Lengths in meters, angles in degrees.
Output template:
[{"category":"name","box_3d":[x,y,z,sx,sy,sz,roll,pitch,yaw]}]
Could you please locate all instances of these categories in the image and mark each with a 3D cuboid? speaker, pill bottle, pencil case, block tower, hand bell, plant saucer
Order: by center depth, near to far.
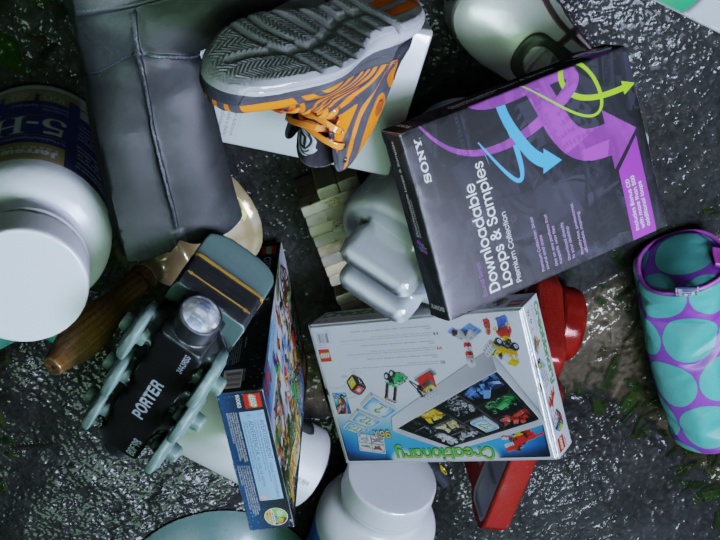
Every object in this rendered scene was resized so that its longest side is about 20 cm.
[{"category":"pill bottle","box_3d":[-0.240,-0.042,1.009,0.118,0.201,0.121,-5,123,-7]},{"category":"hand bell","box_3d":[-0.169,0.011,1.042,0.103,0.200,0.105,20,136,21]},{"category":"block tower","box_3d":[0.000,0.000,1.163,0.053,0.058,0.202,-19,121,3]},{"category":"speaker","box_3d":[-0.126,0.132,1.207,0.199,0.082,0.081,32,112,-24]},{"category":"pencil case","box_3d":[0.305,0.067,1.238,0.091,0.085,0.202,-2,128,25]},{"category":"pill bottle","box_3d":[0.006,0.252,1.267,0.111,0.113,0.201,6,131,-13]},{"category":"plant saucer","box_3d":[-0.137,0.324,1.349,0.198,0.039,0.203,-5,122,-8]}]

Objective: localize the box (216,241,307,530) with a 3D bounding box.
[{"category":"box","box_3d":[-0.076,0.089,1.117,0.037,0.201,0.138,-7,124,6]}]

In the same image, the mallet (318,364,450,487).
[{"category":"mallet","box_3d":[0.029,0.148,1.252,0.041,0.066,0.200,-31,122,14]}]

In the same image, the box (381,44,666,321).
[{"category":"box","box_3d":[0.123,-0.066,1.009,0.198,0.036,0.145,-23,107,-18]}]

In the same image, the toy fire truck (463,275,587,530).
[{"category":"toy fire truck","box_3d":[0.131,0.098,1.178,0.111,0.169,0.202,11,119,-16]}]

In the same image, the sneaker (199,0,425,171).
[{"category":"sneaker","box_3d":[-0.032,-0.108,0.887,0.199,0.077,0.113,-27,144,-46]}]

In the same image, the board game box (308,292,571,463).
[{"category":"board game box","box_3d":[0.061,0.090,1.106,0.198,0.035,0.128,-6,107,32]}]

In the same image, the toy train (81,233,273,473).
[{"category":"toy train","box_3d":[-0.131,0.062,0.988,0.085,0.114,0.200,34,139,-2]}]

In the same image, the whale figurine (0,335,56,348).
[{"category":"whale figurine","box_3d":[-0.319,0.033,1.099,0.197,0.104,0.161,6,120,-13]}]

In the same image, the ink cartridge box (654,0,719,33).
[{"category":"ink cartridge box","box_3d":[0.283,-0.289,1.038,0.159,0.050,0.201,20,118,-21]}]

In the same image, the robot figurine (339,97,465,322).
[{"category":"robot figurine","box_3d":[0.064,-0.055,1.077,0.112,0.200,0.170,34,153,12]}]

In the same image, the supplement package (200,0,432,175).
[{"category":"supplement package","box_3d":[-0.062,-0.163,1.013,0.198,0.118,0.118,11,119,-15]}]

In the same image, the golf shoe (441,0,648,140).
[{"category":"golf shoe","box_3d":[0.152,-0.160,1.070,0.199,0.088,0.077,31,110,-24]}]

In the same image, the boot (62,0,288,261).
[{"category":"boot","box_3d":[-0.104,-0.112,0.929,0.163,0.066,0.202,-9,122,-4]}]
